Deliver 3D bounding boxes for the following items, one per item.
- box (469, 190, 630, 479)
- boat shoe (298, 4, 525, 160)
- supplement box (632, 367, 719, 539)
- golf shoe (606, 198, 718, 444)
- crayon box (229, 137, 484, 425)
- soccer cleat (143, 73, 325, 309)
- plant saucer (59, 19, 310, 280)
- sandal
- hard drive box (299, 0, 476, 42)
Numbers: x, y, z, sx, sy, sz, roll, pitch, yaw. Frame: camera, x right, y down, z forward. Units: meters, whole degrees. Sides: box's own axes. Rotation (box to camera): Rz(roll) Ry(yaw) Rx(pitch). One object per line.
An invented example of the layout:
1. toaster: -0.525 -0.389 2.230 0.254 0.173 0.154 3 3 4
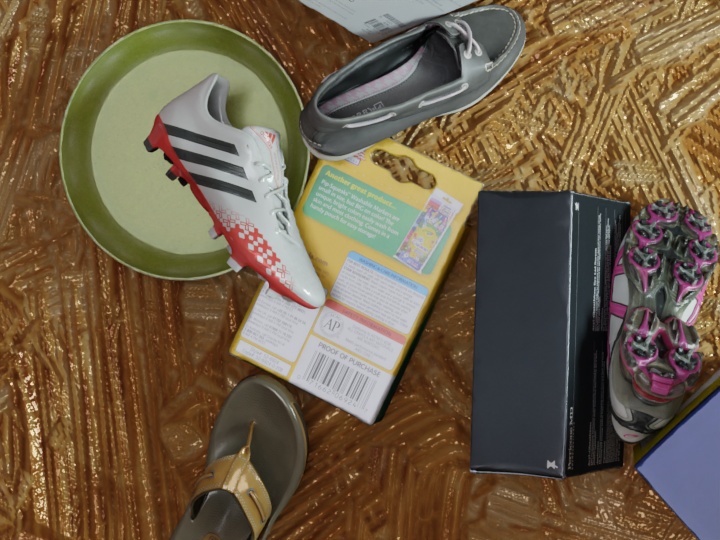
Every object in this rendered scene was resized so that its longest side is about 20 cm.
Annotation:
1. box: 0.140 0.046 1.515 0.078 0.141 0.202 1 89 22
2. boat shoe: 0.044 -0.147 1.548 0.199 0.057 0.067 -31 73 -14
3. supplement box: 0.268 0.137 1.472 0.109 0.200 0.110 -43 84 5
4. golf shoe: 0.210 0.033 1.518 0.072 0.092 0.201 20 48 -2
5. crayon box: 0.000 0.000 1.585 0.125 0.052 0.201 26 93 8
6. soccer cleat: -0.080 -0.059 1.546 0.085 0.069 0.200 -43 69 11
7. plant saucer: -0.135 -0.093 1.615 0.198 0.031 0.202 0 90 7
8. sandal: -0.101 0.176 1.581 0.080 0.054 0.201 29 103 9
9. hard drive box: 0.055 -0.249 1.497 0.199 0.156 0.077 -19 75 21
